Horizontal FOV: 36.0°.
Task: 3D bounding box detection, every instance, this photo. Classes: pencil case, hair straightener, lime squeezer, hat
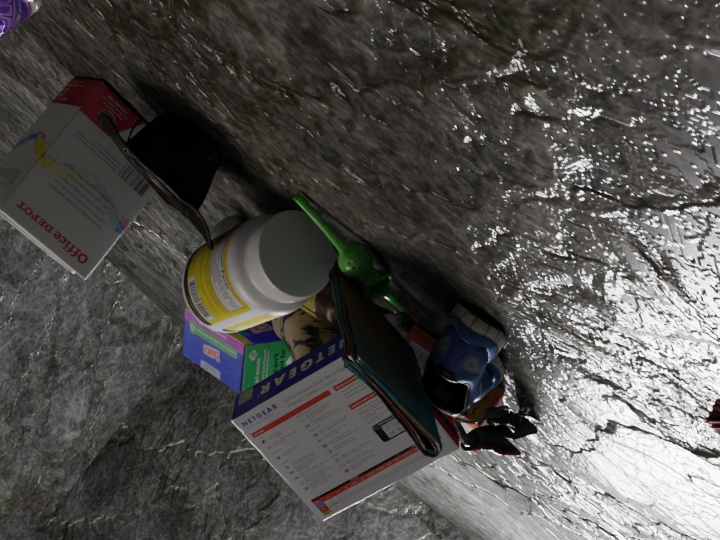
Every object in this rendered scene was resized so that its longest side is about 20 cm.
[{"bbox_3d":[-0.050,0.105,1.361,0.201,0.077,0.090,-122,13,-52],"label":"pencil case"},{"bbox_3d":[0.156,0.167,1.241,0.041,0.077,0.199,42,-170,30],"label":"hair straightener"},{"bbox_3d":[0.000,0.000,1.173,0.200,0.038,0.070,45,166,-33],"label":"lime squeezer"},{"bbox_3d":[-0.201,-0.120,1.229,0.201,0.081,0.201,47,171,10],"label":"hat"}]

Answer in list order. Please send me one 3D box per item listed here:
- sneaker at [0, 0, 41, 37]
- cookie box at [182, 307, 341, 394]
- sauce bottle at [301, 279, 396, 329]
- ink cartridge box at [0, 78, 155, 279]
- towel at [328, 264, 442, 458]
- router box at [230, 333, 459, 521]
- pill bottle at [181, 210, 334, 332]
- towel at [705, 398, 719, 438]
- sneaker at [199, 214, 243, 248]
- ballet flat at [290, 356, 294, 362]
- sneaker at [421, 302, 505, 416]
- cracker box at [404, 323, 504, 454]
[{"bbox_3d":[-0.384,-0.296,1.105,0.080,0.084,0.200,33,166,18],"label":"sneaker"},{"bbox_3d":[-0.122,0.097,1.543,0.198,0.076,0.170,-7,-161,-36],"label":"cookie box"},{"bbox_3d":[-0.038,0.030,1.332,0.199,0.065,0.065,30,166,38],"label":"sauce bottle"},{"bbox_3d":[-0.359,-0.118,1.403,0.145,0.201,0.144,45,166,-30],"label":"ink cartridge box"},{"bbox_3d":[0.022,0.087,1.109,0.147,0.022,0.201,49,-169,-23],"label":"towel"},{"bbox_3d":[-0.016,0.173,1.262,0.180,0.198,0.049,52,-161,-23],"label":"router box"},{"bbox_3d":[-0.117,0.001,1.258,0.114,0.115,0.199,41,151,-18],"label":"pill bottle"},{"bbox_3d":[0.353,0.171,0.797,0.199,0.023,0.144,26,164,46],"label":"towel"},{"bbox_3d":[-0.147,-0.002,1.495,0.111,0.077,0.200,42,173,12],"label":"sneaker"},{"bbox_3d":[-0.008,0.150,1.493,0.197,0.071,0.069,10,178,-22],"label":"ballet flat"},{"bbox_3d":[0.097,0.104,1.143,0.078,0.089,0.200,35,167,18],"label":"sneaker"},{"bbox_3d":[0.107,0.151,1.368,0.133,0.058,0.200,36,169,15],"label":"cracker box"}]
